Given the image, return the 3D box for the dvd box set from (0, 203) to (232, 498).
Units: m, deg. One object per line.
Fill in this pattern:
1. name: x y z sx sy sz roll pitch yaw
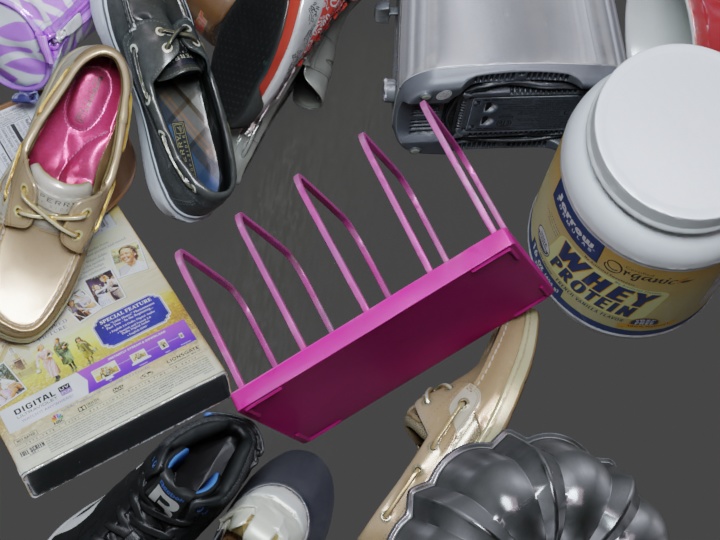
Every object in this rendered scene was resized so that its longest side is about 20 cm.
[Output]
1. dvd box set: -0.192 0.041 1.265 0.146 0.030 0.200 -27 51 -14

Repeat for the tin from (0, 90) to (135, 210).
1. tin: -0.250 -0.058 1.308 0.199 0.042 0.112 -25 52 -14

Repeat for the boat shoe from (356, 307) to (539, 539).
1. boat shoe: 0.061 0.105 1.284 0.064 0.071 0.201 25 70 4

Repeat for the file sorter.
1. file sorter: 0.000 0.000 1.251 0.199 0.139 0.126 -31 70 7

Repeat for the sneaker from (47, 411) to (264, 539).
1. sneaker: -0.143 0.161 1.216 0.073 0.112 0.200 42 70 2

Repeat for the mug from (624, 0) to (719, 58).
1. mug: 0.311 -0.153 1.381 0.198 0.134 0.179 -7 64 -13

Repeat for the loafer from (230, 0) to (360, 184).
1. loafer: -0.049 -0.145 1.377 0.070 0.070 0.200 41 76 3

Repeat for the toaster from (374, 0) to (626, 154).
1. toaster: 0.111 -0.162 1.372 0.198 0.114 0.130 -2 66 -5

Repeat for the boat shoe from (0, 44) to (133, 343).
1. boat shoe: -0.196 -0.053 1.227 0.073 0.069 0.202 17 83 -12

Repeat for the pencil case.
1. pencil case: -0.195 -0.209 1.350 0.085 0.084 0.200 -1 40 39

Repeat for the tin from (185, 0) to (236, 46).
1. tin: -0.047 -0.237 1.388 0.200 0.112 0.042 -43 87 -18

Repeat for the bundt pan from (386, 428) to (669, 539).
1. bundt pan: 0.116 0.201 1.214 0.200 0.076 0.204 1 85 -16

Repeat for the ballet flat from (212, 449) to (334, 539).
1. ballet flat: -0.075 0.196 1.236 0.073 0.073 0.201 32 69 7

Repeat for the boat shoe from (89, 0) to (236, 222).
1. boat shoe: -0.126 -0.134 1.293 0.068 0.056 0.202 -15 89 -35

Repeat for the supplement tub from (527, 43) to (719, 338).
1. supplement tub: 0.196 -0.051 1.288 0.143 0.200 0.146 2 68 -4

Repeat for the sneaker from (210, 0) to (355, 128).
1. sneaker: -0.027 -0.186 1.317 0.067 0.107 0.203 29 105 44
